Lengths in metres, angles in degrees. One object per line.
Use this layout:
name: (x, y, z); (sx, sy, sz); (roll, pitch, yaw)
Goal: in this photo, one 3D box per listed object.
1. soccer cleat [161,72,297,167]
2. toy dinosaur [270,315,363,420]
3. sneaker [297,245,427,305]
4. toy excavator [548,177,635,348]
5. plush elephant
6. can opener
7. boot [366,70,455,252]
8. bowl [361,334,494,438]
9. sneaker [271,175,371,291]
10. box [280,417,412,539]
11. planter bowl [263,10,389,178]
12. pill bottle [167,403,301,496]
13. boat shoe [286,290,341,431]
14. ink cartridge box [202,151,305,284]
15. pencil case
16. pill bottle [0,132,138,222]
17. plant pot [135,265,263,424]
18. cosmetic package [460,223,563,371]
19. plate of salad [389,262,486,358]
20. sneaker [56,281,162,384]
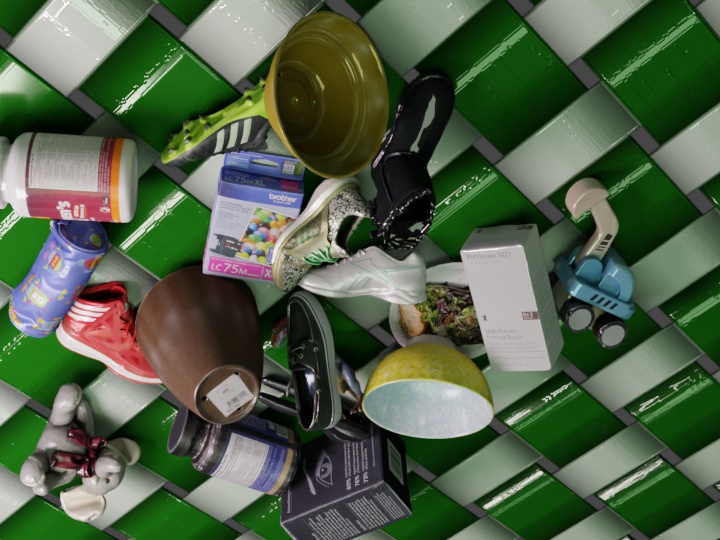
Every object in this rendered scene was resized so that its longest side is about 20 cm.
soccer cleat: (-0.169, -0.178, 1.449); (0.198, 0.068, 0.081); (-28, 127, 14)
toy dinosaur: (-0.065, 0.148, 1.720); (0.104, 0.200, 0.183); (-26, 89, 14)
sneaker: (0.000, 0.000, 1.611); (0.197, 0.070, 0.082); (4, 102, 2)
toy excavator: (0.340, -0.016, 1.604); (0.193, 0.100, 0.201); (23, 111, -23)
plush elephant: (-0.437, 0.301, 1.765); (0.153, 0.166, 0.200); (24, 154, -6)
can opener: (-0.074, 0.220, 1.784); (0.198, 0.064, 0.079); (28, 150, -12)
boot: (0.070, -0.136, 1.433); (0.072, 0.164, 0.199); (18, 126, -19)
bowl: (0.104, 0.163, 1.677); (0.197, 0.109, 0.201); (4, 147, 3)
sneaker: (-0.052, -0.038, 1.526); (0.076, 0.089, 0.201); (4, 128, -49)
box: (-0.027, 0.353, 1.835); (0.198, 0.149, 0.105); (-25, 127, 18)
planter bowl: (-0.060, -0.214, 1.385); (0.083, 0.202, 0.201); (1, 141, 44)
pill bottle: (-0.203, 0.282, 1.789); (0.198, 0.113, 0.112); (22, 125, -19)
boat shoe: (-0.074, 0.131, 1.590); (0.068, 0.056, 0.203); (-11, 92, 43)
ink cartridge box: (-0.148, -0.072, 1.553); (0.118, 0.042, 0.202); (9, 126, -11)
pencil case: (-0.430, 0.005, 1.571); (0.086, 0.078, 0.200); (36, 121, -5)
pill bottle: (-0.394, -0.123, 1.450); (0.197, 0.110, 0.111); (3, 129, -6)
plant pot: (-0.209, 0.122, 1.569); (0.184, 0.200, 0.189); (-10, 120, -17)
cosmetic package: (0.219, 0.040, 1.594); (0.100, 0.074, 0.202); (-5, 117, 30)
plate of salad: (0.142, 0.072, 1.681); (0.197, 0.048, 0.202); (-2, 128, -2)
sneaker: (-0.342, 0.092, 1.649); (0.198, 0.079, 0.116); (20, 127, -20)
